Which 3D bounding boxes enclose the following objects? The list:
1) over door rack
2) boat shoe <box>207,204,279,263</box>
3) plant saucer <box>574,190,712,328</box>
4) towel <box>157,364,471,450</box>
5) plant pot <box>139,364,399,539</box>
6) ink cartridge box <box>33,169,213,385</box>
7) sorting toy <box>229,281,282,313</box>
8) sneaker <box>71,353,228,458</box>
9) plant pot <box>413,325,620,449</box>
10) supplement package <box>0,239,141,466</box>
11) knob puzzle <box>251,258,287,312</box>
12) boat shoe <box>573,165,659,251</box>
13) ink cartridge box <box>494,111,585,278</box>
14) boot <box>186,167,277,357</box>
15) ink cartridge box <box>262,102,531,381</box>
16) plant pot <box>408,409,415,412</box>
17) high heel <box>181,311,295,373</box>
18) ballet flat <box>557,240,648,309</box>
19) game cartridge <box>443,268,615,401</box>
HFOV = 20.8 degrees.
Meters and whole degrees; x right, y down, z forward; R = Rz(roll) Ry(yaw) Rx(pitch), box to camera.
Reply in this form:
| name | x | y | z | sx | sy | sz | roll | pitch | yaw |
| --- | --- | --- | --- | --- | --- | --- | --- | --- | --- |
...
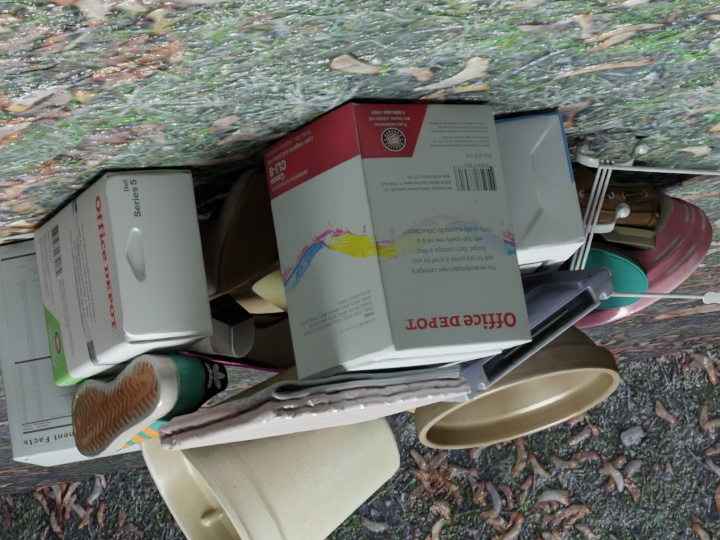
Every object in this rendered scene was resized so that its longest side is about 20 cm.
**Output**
| name | x | y | z | sx | sy | sz | roll | pitch | yaw |
| --- | --- | --- | --- | --- | --- | --- | --- | --- | --- |
| over door rack | 0.276 | -0.040 | 1.823 | 0.199 | 0.149 | 0.067 | 7 | -152 | -11 |
| boat shoe | -0.058 | -0.042 | 1.760 | 0.199 | 0.073 | 0.067 | -20 | 164 | 37 |
| plant saucer | 0.261 | -0.019 | 2.014 | 0.200 | 0.051 | 0.201 | -27 | -157 | 12 |
| towel | -0.040 | 0.112 | 1.619 | 0.199 | 0.032 | 0.191 | -4 | 170 | -35 |
| plant pot | -0.073 | 0.177 | 1.797 | 0.183 | 0.201 | 0.200 | -34 | 179 | -20 |
| ink cartridge box | -0.207 | 0.009 | 1.691 | 0.084 | 0.147 | 0.200 | -4 | 170 | -27 |
| sorting toy | -0.107 | -0.001 | 1.953 | 0.199 | 0.070 | 0.198 | -16 | 168 | 33 |
| sneaker | -0.185 | 0.119 | 1.702 | 0.079 | 0.072 | 0.200 | 0 | 165 | -33 |
| plant pot | 0.139 | 0.093 | 1.868 | 0.200 | 0.093 | 0.201 | -15 | 161 | -6 |
| supplement package | -0.273 | 0.075 | 1.848 | 0.113 | 0.201 | 0.110 | -10 | 170 | 7 |
| knob puzzle | 0.000 | 0.000 | 1.774 | 0.218 | 0.031 | 0.220 | -4 | 157 | -2 |
| boat shoe | 0.198 | -0.065 | 1.890 | 0.199 | 0.068 | 0.072 | 9 | 172 | -29 |
| ink cartridge box | 0.139 | -0.057 | 1.726 | 0.067 | 0.117 | 0.200 | -9 | 171 | -6 |
| boot | -0.147 | -0.018 | 1.745 | 0.070 | 0.201 | 0.146 | -12 | -149 | -44 |
| ink cartridge box | 0.028 | -0.020 | 1.586 | 0.145 | 0.201 | 0.144 | -2 | 168 | -36 |
| plant pot | 0.091 | 0.033 | 2.033 | 0.199 | 0.201 | 0.140 | -4 | 153 | -26 |
| high heel | -0.104 | 0.067 | 1.869 | 0.199 | 0.068 | 0.096 | 12 | -169 | 27 |
| ballet flat | 0.184 | -0.003 | 1.891 | 0.199 | 0.074 | 0.073 | 2 | 166 | -28 |
| game cartridge | 0.116 | 0.055 | 1.735 | 0.200 | 0.039 | 0.129 | -34 | -159 | -34 |
